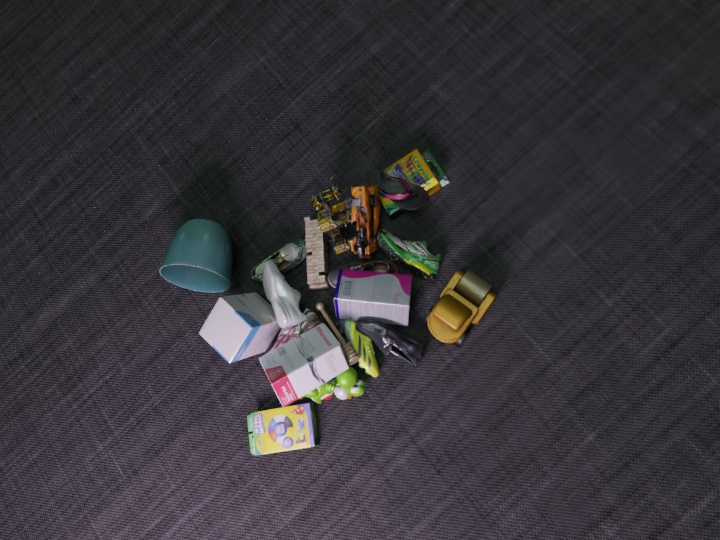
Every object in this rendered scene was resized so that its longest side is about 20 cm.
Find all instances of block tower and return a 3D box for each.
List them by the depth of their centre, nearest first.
[{"bbox_3d":[-0.123,-0.051,1.651,0.057,0.054,0.203,-7,81,10],"label":"block tower"}]

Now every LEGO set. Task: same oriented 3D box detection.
[{"bbox_3d":[-0.049,-0.148,1.603,0.114,0.201,0.155,-21,54,7],"label":"LEGO set"}]

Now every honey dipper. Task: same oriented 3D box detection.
[{"bbox_3d":[-0.066,0.162,1.553,0.038,0.038,0.201,-36,63,3],"label":"honey dipper"}]

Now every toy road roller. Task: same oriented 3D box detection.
[{"bbox_3d":[0.255,0.094,1.495,0.122,0.146,0.201,35,87,17],"label":"toy road roller"}]

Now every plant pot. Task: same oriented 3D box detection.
[{"bbox_3d":[-0.456,-0.049,1.663,0.197,0.201,0.163,2,66,12],"label":"plant pot"}]

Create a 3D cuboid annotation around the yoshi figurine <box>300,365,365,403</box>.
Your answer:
[{"bbox_3d":[-0.087,0.292,1.549,0.197,0.112,0.114,-2,71,9],"label":"yoshi figurine"}]

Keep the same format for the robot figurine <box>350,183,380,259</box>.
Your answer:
[{"bbox_3d":[0.013,-0.132,1.587,0.057,0.145,0.203,7,103,24],"label":"robot figurine"}]

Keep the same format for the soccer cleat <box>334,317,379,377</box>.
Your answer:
[{"bbox_3d":[0.005,0.192,1.571,0.083,0.065,0.202,-31,73,1],"label":"soccer cleat"}]

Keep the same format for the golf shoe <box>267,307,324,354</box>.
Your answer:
[{"bbox_3d":[-0.196,0.191,1.617,0.199,0.073,0.092,-41,57,-7],"label":"golf shoe"}]

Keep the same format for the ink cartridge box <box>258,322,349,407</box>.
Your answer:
[{"bbox_3d":[-0.148,0.242,1.513,0.198,0.085,0.145,-28,28,-12],"label":"ink cartridge box"}]

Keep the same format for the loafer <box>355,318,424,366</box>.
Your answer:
[{"bbox_3d":[0.074,0.190,1.533,0.198,0.068,0.071,25,65,-1],"label":"loafer"}]

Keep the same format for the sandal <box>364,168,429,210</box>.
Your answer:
[{"bbox_3d":[0.095,-0.227,1.600,0.198,0.045,0.076,27,85,16],"label":"sandal"}]

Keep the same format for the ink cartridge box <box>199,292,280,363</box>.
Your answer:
[{"bbox_3d":[-0.314,0.151,1.591,0.128,0.200,0.126,39,105,17],"label":"ink cartridge box"}]

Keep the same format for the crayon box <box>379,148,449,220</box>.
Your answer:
[{"bbox_3d":[0.138,-0.254,1.648,0.199,0.052,0.127,-32,73,3],"label":"crayon box"}]

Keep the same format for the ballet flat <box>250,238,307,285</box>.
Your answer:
[{"bbox_3d":[-0.233,-0.026,1.669,0.199,0.074,0.075,-38,73,1],"label":"ballet flat"}]

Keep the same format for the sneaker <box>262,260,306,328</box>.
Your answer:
[{"bbox_3d":[-0.210,0.061,1.607,0.087,0.075,0.202,-11,68,-30],"label":"sneaker"}]

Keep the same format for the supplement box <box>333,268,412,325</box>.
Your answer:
[{"bbox_3d":[0.036,0.071,1.545,0.197,0.104,0.102,5,53,7],"label":"supplement box"}]

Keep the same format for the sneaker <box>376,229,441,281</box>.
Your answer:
[{"bbox_3d":[0.132,-0.054,1.590,0.199,0.078,0.086,33,74,-3],"label":"sneaker"}]

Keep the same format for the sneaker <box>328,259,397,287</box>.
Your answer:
[{"bbox_3d":[0.000,0.000,1.605,0.197,0.082,0.078,-11,76,9],"label":"sneaker"}]

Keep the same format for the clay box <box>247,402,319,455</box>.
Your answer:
[{"bbox_3d":[-0.218,0.433,1.574,0.197,0.048,0.117,-12,75,9],"label":"clay box"}]
